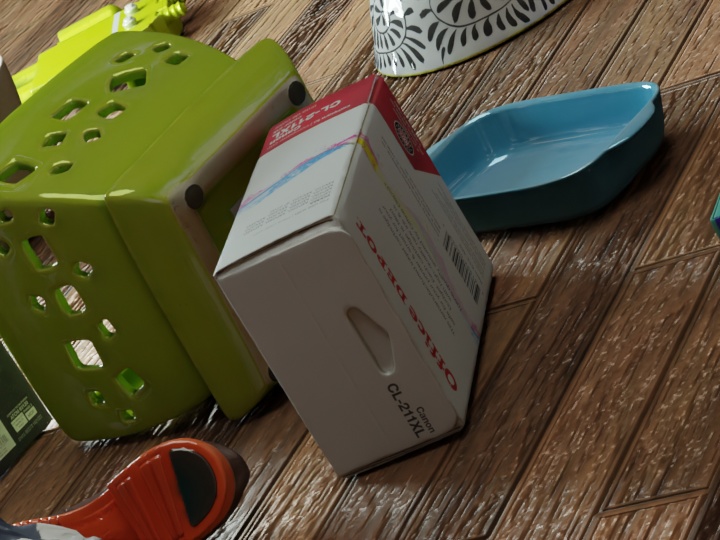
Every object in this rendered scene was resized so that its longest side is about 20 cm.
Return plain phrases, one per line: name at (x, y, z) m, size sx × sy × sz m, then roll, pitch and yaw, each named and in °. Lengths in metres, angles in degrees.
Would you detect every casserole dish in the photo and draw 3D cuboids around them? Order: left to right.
casserole dish at (0.110, -0.066, 1.649) m, size 0.200 × 0.039 × 0.121 m, roll -6°, pitch 30°, yaw 47°

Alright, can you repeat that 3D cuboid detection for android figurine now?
android figurine at (-0.250, -0.207, 2.485) m, size 0.200 × 0.041 × 0.182 m, roll -28°, pitch 20°, yaw 9°

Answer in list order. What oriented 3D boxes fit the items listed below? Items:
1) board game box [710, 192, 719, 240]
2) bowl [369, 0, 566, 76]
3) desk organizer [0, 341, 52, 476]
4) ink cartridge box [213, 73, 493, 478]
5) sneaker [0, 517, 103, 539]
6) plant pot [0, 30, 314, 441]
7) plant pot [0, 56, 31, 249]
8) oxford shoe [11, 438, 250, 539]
board game box at (0.296, -0.076, 1.404) m, size 0.200 × 0.045 × 0.152 m, roll -19°, pitch 23°, yaw 27°
bowl at (0.080, -0.243, 2.035) m, size 0.200 × 0.094 × 0.201 m, roll -25°, pitch 21°, yaw 10°
desk organizer at (-0.294, 0.132, 1.683) m, size 0.077 × 0.072 × 0.200 m, roll -16°, pitch 24°, yaw 40°
ink cartridge box at (0.000, 0.000, 1.481) m, size 0.083 × 0.146 × 0.200 m, roll -24°, pitch 20°, yaw 19°
sneaker at (-0.185, 0.200, 1.381) m, size 0.199 × 0.130 × 0.079 m, roll 18°, pitch 7°, yaw 16°
plant pot at (-0.111, -0.024, 1.629) m, size 0.181 × 0.200 × 0.199 m, roll -1°, pitch 36°, yaw 43°
plant pot at (-0.347, -0.068, 2.141) m, size 0.200 × 0.135 × 0.200 m, roll -25°, pitch 20°, yaw 10°
oxford shoe at (-0.145, 0.159, 1.448) m, size 0.200 × 0.071 × 0.073 m, roll -29°, pitch -10°, yaw 15°
